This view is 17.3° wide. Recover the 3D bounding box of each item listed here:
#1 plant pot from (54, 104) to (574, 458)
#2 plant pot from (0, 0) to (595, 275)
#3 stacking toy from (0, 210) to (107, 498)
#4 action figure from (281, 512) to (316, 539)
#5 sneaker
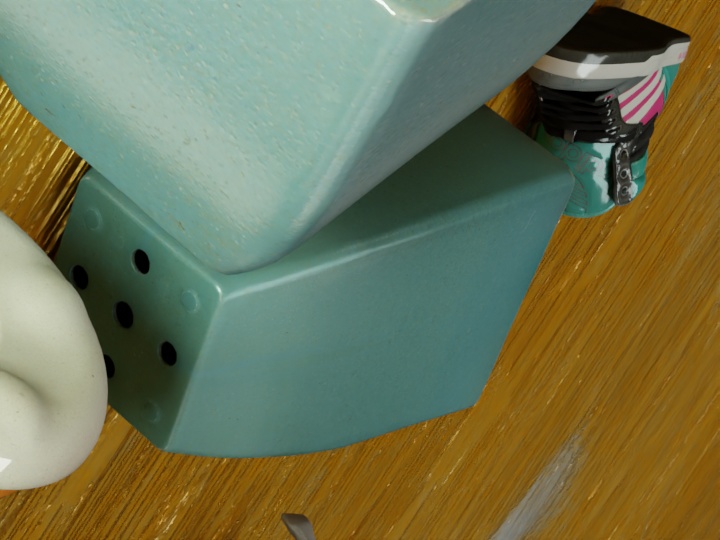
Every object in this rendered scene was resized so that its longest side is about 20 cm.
[{"bbox_3d":[-0.035,-0.005,1.060,0.200,0.141,0.141,-20,140,-48],"label":"plant pot"},{"bbox_3d":[-0.026,-0.115,0.830,0.196,0.196,0.200,-39,163,-40],"label":"plant pot"},{"bbox_3d":[-0.199,0.066,0.845,0.200,0.146,0.146,-45,167,26],"label":"stacking toy"},{"bbox_3d":[-0.098,0.255,1.384,0.200,0.105,0.194,-31,139,-55],"label":"action figure"},{"bbox_3d":[0.128,-0.090,1.398,0.200,0.084,0.121,-14,125,-64],"label":"sneaker"}]
